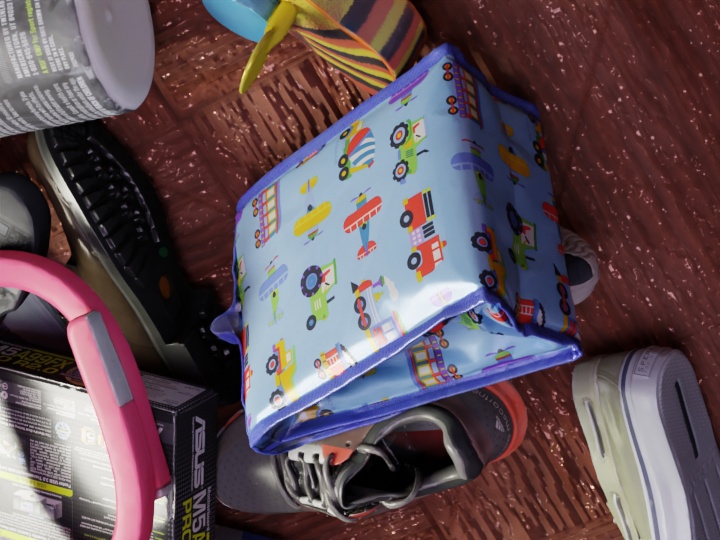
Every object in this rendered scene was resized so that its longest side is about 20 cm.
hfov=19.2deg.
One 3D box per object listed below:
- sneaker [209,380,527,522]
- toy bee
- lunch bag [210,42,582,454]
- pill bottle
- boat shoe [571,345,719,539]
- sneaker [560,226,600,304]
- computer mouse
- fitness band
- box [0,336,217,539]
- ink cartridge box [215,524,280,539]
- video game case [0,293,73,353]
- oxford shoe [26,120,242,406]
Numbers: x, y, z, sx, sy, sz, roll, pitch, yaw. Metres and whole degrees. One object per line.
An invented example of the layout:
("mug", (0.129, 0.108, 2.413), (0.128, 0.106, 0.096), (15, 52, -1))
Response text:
("sneaker", (-0.011, 0.099, 1.149), (0.200, 0.082, 0.077), (-18, 106, 32))
("toy bee", (-0.046, -0.153, 1.075), (0.200, 0.109, 0.131), (11, 83, -19))
("lunch bag", (0.000, 0.000, 1.117), (0.200, 0.151, 0.094), (-25, 146, 29))
("pill bottle", (-0.220, -0.120, 1.140), (0.200, 0.106, 0.106), (-9, 116, 15))
("boat shoe", (0.174, 0.130, 1.229), (0.062, 0.072, 0.200), (2, 117, 38))
("sneaker", (0.055, 0.054, 1.196), (0.199, 0.080, 0.130), (-16, 115, 19))
("computer mouse", (-0.224, 0.035, 1.197), (0.059, 0.034, 0.200), (32, 106, 12))
("fitness band", (-0.183, 0.088, 1.158), (0.143, 0.037, 0.200), (-16, 94, 22))
("box", (-0.177, 0.128, 1.230), (0.200, 0.044, 0.161), (11, 110, 27))
("ink cartridge box", (-0.126, 0.206, 1.328), (0.200, 0.042, 0.120), (15, 123, 0))
("video game case", (-0.234, 0.050, 1.285), (0.143, 0.019, 0.200), (-30, 110, 23))
("oxford shoe", (-0.146, 0.001, 1.212), (0.084, 0.073, 0.200), (-15, 111, 27))
